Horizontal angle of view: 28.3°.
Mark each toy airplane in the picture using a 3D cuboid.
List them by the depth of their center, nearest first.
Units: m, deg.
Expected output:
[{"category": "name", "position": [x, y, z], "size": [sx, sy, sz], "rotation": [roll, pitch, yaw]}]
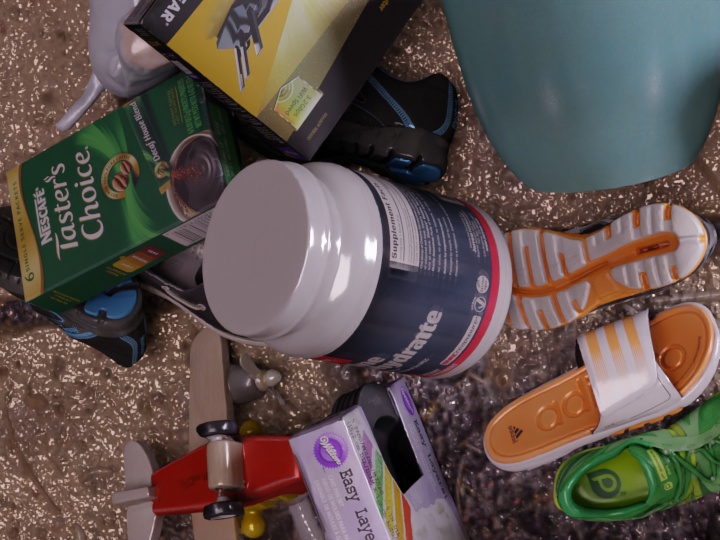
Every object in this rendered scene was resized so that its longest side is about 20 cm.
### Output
[{"category": "toy airplane", "position": [-0.107, 0.174, 1.156], "size": [0.199, 0.141, 0.201], "rotation": [43, 120, 47]}]

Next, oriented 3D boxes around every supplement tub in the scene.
[{"category": "supplement tub", "position": [0.000, 0.000, 1.043], "size": [0.140, 0.199, 0.141], "rotation": [-15, 69, 47]}]

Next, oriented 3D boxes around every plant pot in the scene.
[{"category": "plant pot", "position": [0.164, -0.147, 1.003], "size": [0.200, 0.201, 0.162], "rotation": [-8, 104, 17]}]

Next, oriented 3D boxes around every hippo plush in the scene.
[{"category": "hippo plush", "position": [-0.163, -0.228, 1.110], "size": [0.200, 0.159, 0.161], "rotation": [-19, 94, 57]}]

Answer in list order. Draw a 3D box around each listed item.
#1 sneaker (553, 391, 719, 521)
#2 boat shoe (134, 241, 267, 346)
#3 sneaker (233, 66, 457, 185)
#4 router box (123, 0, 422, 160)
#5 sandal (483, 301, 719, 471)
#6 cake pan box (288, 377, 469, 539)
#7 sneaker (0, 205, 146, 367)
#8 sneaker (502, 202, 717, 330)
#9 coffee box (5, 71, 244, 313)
[{"category": "sneaker", "position": [0.238, 0.146, 1.066], "size": [0.199, 0.084, 0.074], "rotation": [-26, 88, 17]}, {"category": "boat shoe", "position": [-0.123, 0.000, 1.158], "size": [0.199, 0.060, 0.074], "rotation": [27, 73, 14]}, {"category": "sneaker", "position": [-0.019, -0.124, 1.122], "size": [0.199, 0.073, 0.082], "rotation": [12, 73, 17]}, {"category": "router box", "position": [-0.046, -0.205, 1.015], "size": [0.157, 0.052, 0.200], "rotation": [37, 83, -24]}, {"category": "sandal", "position": [0.173, 0.088, 1.076], "size": [0.206, 0.059, 0.079], "rotation": [-32, 50, 17]}, {"category": "cake pan box", "position": [0.025, 0.186, 1.080], "size": [0.052, 0.184, 0.201], "rotation": [-23, 87, 15]}, {"category": "sneaker", "position": [-0.258, 0.016, 1.199], "size": [0.200, 0.073, 0.082], "rotation": [32, 149, 29]}, {"category": "sneaker", "position": [0.177, -0.002, 1.076], "size": [0.199, 0.077, 0.079], "rotation": [-11, 88, 35]}, {"category": "coffee box", "position": [-0.182, -0.060, 1.102], "size": [0.199, 0.044, 0.124], "rotation": [-24, 65, 24]}]
